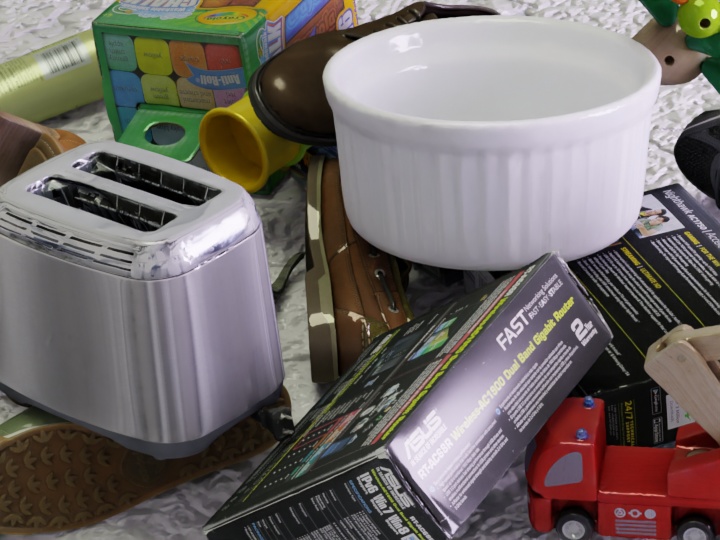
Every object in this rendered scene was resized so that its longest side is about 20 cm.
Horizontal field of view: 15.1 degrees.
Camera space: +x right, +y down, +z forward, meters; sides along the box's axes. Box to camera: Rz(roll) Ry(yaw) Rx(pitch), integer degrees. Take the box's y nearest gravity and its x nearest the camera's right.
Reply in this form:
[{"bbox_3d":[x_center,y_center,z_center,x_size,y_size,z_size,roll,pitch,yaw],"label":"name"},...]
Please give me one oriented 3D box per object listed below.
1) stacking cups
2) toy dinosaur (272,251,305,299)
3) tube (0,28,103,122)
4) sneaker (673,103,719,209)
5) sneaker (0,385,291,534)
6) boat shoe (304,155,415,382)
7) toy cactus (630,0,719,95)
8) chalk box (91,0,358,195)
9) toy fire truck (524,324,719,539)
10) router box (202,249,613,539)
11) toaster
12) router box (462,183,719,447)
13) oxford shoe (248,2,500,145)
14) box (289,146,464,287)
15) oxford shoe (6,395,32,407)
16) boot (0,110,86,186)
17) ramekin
[{"bbox_3d":[-0.019,-0.121,1.790,0.060,0.061,0.200,18,39,37],"label":"stacking cups"},{"bbox_3d":[-0.094,0.021,1.642,0.088,0.048,0.200,-30,-5,15],"label":"toy dinosaur"},{"bbox_3d":[-0.274,-0.116,1.944,0.199,0.052,0.058,-23,-8,-16],"label":"tube"},{"bbox_3d":[0.252,-0.040,1.647,0.086,0.081,0.200,-26,34,-25],"label":"sneaker"},{"bbox_3d":[-0.145,0.090,1.549,0.199,0.067,0.090,-16,25,-15],"label":"sneaker"},{"bbox_3d":[0.000,0.000,1.662,0.068,0.072,0.201,-3,40,0],"label":"boat shoe"},{"bbox_3d":[0.209,-0.150,1.634,0.103,0.200,0.165,-57,15,-19],"label":"toy cactus"},{"bbox_3d":[-0.098,-0.136,1.851,0.124,0.125,0.200,7,34,26],"label":"chalk box"},{"bbox_3d":[0.182,0.076,1.404,0.199,0.142,0.049,3,32,12],"label":"toy fire truck"},{"bbox_3d":[0.028,0.085,1.443,0.150,0.062,0.200,-28,13,43],"label":"router box"},{"bbox_3d":[-0.122,0.014,1.476,0.199,0.130,0.113,20,37,37],"label":"toaster"},{"bbox_3d":[0.162,0.026,1.583,0.148,0.051,0.200,-14,31,-13],"label":"router box"},{"bbox_3d":[0.013,-0.136,1.725,0.199,0.073,0.084,-22,-13,-40],"label":"oxford shoe"},{"bbox_3d":[0.058,-0.065,1.775,0.136,0.040,0.200,-23,33,-23],"label":"box"},{"bbox_3d":[-0.219,0.042,1.645,0.084,0.073,0.200,-16,19,-6],"label":"oxford shoe"},{"bbox_3d":[-0.157,-0.029,1.689,0.155,0.077,0.200,24,6,-33],"label":"boot"},{"bbox_3d":[0.078,-0.076,1.614,0.199,0.098,0.201,-2,22,1],"label":"ramekin"}]
